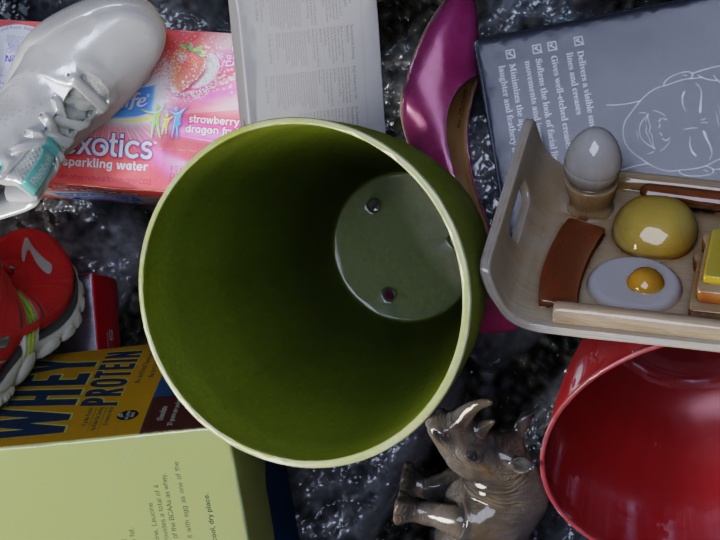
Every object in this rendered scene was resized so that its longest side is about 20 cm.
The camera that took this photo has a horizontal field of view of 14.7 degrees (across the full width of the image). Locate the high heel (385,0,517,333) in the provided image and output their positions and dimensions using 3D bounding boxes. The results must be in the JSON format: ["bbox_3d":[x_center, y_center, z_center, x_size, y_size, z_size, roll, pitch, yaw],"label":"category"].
[{"bbox_3d":[0.069,-0.064,1.667,0.096,0.067,0.201,14,92,20],"label":"high heel"}]

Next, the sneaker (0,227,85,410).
[{"bbox_3d":[-0.214,0.015,1.615,0.077,0.200,0.085,-2,116,12],"label":"sneaker"}]

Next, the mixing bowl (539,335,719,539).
[{"bbox_3d":[0.198,0.066,1.583,0.200,0.200,0.109,-10,45,9],"label":"mixing bowl"}]

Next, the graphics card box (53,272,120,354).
[{"bbox_3d":[-0.248,0.074,1.725,0.199,0.051,0.126,-6,84,10],"label":"graphics card box"}]

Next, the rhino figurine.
[{"bbox_3d":[0.064,0.137,1.609,0.087,0.200,0.060,9,47,3],"label":"rhino figurine"}]

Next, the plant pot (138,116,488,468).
[{"bbox_3d":[0.000,0.000,1.561,0.187,0.200,0.188,3,98,18],"label":"plant pot"}]

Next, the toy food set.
[{"bbox_3d":[0.175,-0.026,1.502,0.199,0.144,0.061,6,128,11],"label":"toy food set"}]

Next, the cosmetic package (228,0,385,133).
[{"bbox_3d":[-0.034,-0.159,1.568,0.082,0.051,0.200,-8,125,-6],"label":"cosmetic package"}]

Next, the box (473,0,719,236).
[{"bbox_3d":[0.180,-0.075,1.633,0.199,0.107,0.149,-10,83,10],"label":"box"}]

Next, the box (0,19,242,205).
[{"bbox_3d":[-0.155,-0.095,1.700,0.199,0.095,0.103,3,86,10],"label":"box"}]

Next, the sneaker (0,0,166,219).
[{"bbox_3d":[-0.187,-0.076,1.598,0.200,0.089,0.075,-39,124,3],"label":"sneaker"}]

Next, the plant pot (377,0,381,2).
[{"bbox_3d":[-0.024,-0.254,1.648,0.195,0.194,0.200,-19,101,7],"label":"plant pot"}]

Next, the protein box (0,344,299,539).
[{"bbox_3d":[-0.147,0.159,1.621,0.199,0.135,0.199,-6,111,9],"label":"protein box"}]
